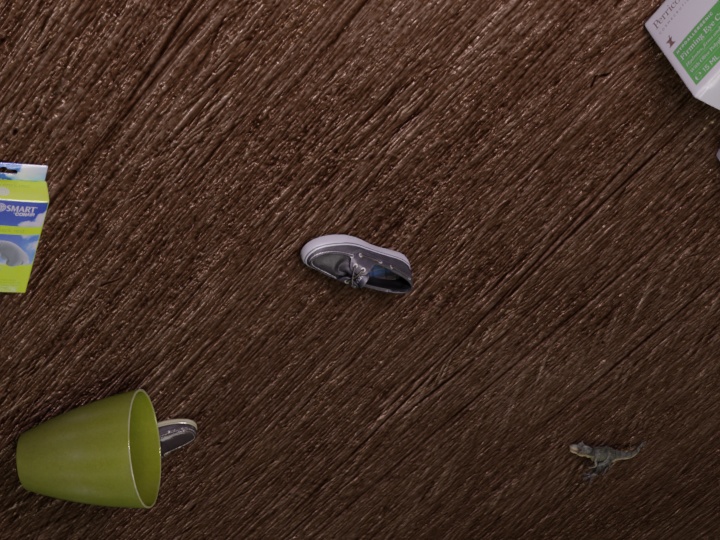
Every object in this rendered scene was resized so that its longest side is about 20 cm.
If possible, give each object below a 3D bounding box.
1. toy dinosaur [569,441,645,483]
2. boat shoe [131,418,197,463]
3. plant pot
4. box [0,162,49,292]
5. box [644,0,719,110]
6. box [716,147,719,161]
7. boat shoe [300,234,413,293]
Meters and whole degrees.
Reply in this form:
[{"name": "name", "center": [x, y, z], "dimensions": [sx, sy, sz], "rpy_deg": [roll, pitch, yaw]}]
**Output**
[{"name": "toy dinosaur", "center": [0.514, 0.399, 2.624], "dimensions": [0.198, 0.048, 0.089], "rpy_deg": [4, 127, -32]}, {"name": "boat shoe", "center": [-0.366, 0.311, 2.102], "dimensions": [0.198, 0.065, 0.074], "rpy_deg": [-20, 139, -4]}, {"name": "plant pot", "center": [-0.438, 0.293, 1.985], "dimensions": [0.197, 0.189, 0.188], "rpy_deg": [-6, 140, 5]}, {"name": "box", "center": [-0.488, -0.055, 1.655], "dimensions": [0.121, 0.048, 0.201], "rpy_deg": [2, 135, -27]}, {"name": "box", "center": [0.550, -0.333, 1.724], "dimensions": [0.198, 0.172, 0.199], "rpy_deg": [16, 127, -36]}, {"name": "box", "center": [0.698, -0.210, 1.980], "dimensions": [0.198, 0.107, 0.153], "rpy_deg": [-4, 138, -21]}, {"name": "boat shoe", "center": [0.000, 0.000, 1.923], "dimensions": [0.198, 0.067, 0.070], "rpy_deg": [15, 128, -36]}]
